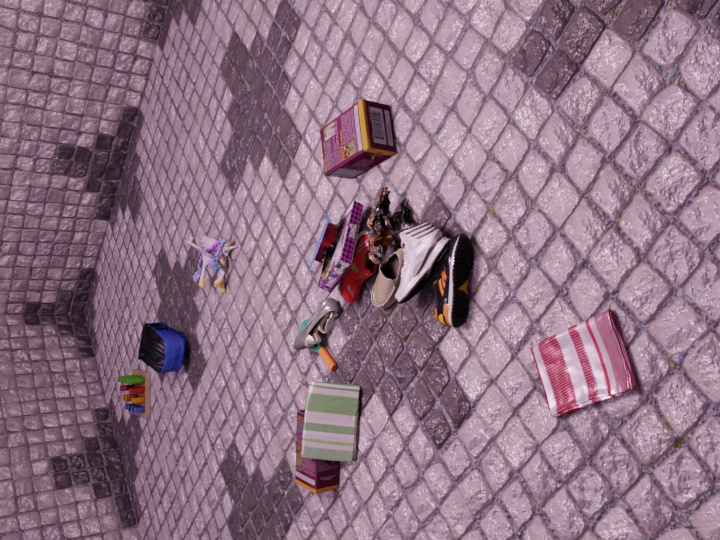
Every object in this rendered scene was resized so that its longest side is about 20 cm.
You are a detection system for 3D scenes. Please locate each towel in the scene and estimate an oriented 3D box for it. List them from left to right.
[{"bbox_3d":[-0.078,0.403,1.842,0.023,0.147,0.207,-52,-33,-86],"label":"towel"},{"bbox_3d":[0.408,0.177,1.280,0.199,0.022,0.148,-36,60,47],"label":"towel"}]

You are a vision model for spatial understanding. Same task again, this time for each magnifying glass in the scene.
[{"bbox_3d":[-0.122,0.216,1.989,0.200,0.022,0.081,48,125,42],"label":"magnifying glass"}]

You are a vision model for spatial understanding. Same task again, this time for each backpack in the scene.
[{"bbox_3d":[-0.769,0.304,2.733,0.198,0.164,0.168,25,111,46],"label":"backpack"}]

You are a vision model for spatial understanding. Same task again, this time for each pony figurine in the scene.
[{"bbox_3d":[-0.540,-0.044,2.475,0.189,0.166,0.206,22,105,17],"label":"pony figurine"}]

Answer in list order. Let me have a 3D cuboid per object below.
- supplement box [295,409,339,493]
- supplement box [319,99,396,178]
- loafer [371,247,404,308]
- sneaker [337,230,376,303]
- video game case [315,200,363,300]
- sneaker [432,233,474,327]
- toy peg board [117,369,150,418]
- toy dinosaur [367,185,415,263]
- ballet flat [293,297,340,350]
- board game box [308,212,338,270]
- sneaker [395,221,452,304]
[{"bbox_3d":[-0.119,0.498,1.923,0.109,0.084,0.207,4,93,52],"label":"supplement box"},{"bbox_3d":[-0.010,-0.335,1.787,0.198,0.101,0.135,-20,73,50],"label":"supplement box"},{"bbox_3d":[0.072,0.014,1.696,0.077,0.067,0.202,58,132,35],"label":"loafer"},{"bbox_3d":[0.000,0.000,1.791,0.084,0.076,0.205,36,118,41],"label":"sneaker"},{"bbox_3d":[-0.055,-0.052,1.804,0.182,0.035,0.204,127,159,-51],"label":"video game case"},{"bbox_3d":[0.194,0.019,1.530,0.089,0.069,0.207,11,99,49],"label":"sneaker"},{"bbox_3d":[-1.039,0.563,3.143,0.197,0.096,0.206,-4,85,53],"label":"toy peg board"},{"bbox_3d":[0.051,-0.122,1.704,0.135,0.100,0.205,-41,58,49],"label":"toy dinosaur"},{"bbox_3d":[-0.123,0.166,1.936,0.202,0.066,0.064,-55,53,22],"label":"ballet flat"},{"bbox_3d":[-0.091,-0.070,1.822,0.200,0.038,0.162,-162,92,-85],"label":"board game box"},{"bbox_3d":[0.119,-0.027,1.604,0.115,0.075,0.203,43,116,18],"label":"sneaker"}]
